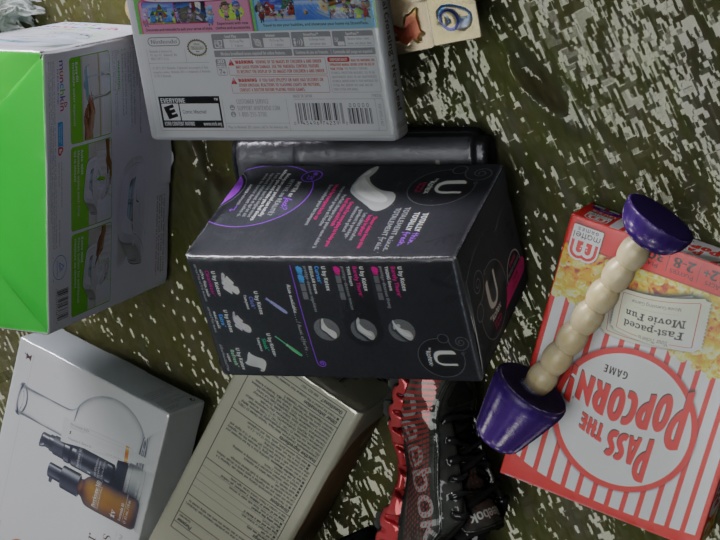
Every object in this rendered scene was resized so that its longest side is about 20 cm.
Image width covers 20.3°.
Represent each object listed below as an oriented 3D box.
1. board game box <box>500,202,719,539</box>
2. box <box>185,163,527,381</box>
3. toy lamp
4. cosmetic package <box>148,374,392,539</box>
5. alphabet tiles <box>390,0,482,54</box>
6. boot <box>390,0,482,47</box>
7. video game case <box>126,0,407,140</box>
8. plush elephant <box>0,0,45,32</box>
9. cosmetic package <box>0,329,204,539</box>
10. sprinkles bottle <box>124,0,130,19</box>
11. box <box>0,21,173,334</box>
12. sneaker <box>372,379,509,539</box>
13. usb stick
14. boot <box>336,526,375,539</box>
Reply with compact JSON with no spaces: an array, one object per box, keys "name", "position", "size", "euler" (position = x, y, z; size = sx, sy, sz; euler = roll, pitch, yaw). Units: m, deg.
[{"name":"board game box","position":[0.196,0.072,1.386],"size":[0.151,0.046,0.200],"euler":[20,110,19]},{"name":"box","position":[0.000,0.000,1.396],"size":[0.200,0.122,0.106],"euler":[1,125,24]},{"name":"toy lamp","position":[0.144,0.040,1.345],"size":[0.058,0.058,0.200],"euler":[39,112,11]},{"name":"cosmetic package","position":[-0.068,0.149,1.506],"size":[0.105,0.071,0.200],"euler":[35,114,13]},{"name":"alphabet tiles","position":[0.004,-0.227,1.360],"size":[0.200,0.006,0.167],"euler":[-10,94,12]},{"name":"boot","position":[-0.026,-0.237,1.402],"size":[0.175,0.066,0.200],"euler":[-30,90,14]},{"name":"video game case","position":[-0.071,-0.176,1.354],"size":[0.200,0.022,0.182],"euler":[2,112,29]},{"name":"plush elephant","position":[-0.358,-0.214,1.497],"size":[0.200,0.155,0.165],"euler":[27,112,16]},{"name":"cosmetic package","position":[-0.216,0.165,1.579],"size":[0.151,0.052,0.200],"euler":[25,111,27]},{"name":"sprinkles bottle","position":[-0.127,-0.265,1.403],"size":[0.068,0.068,0.200],"euler":[22,128,18]},{"name":"box","position":[-0.218,-0.073,1.460],"size":[0.097,0.176,0.200],"euler":[6,105,22]},{"name":"sneaker","position":[0.065,0.140,1.435],"size":[0.098,0.071,0.201],"euler":[21,114,42]},{"name":"usb stick","position":[0.001,-0.075,1.443],"size":[0.200,0.033,0.056],"euler":[1,104,23]},{"name":"boot","position":[-0.009,0.283,1.449],"size":[0.073,0.198,0.163],"euler":[-29,84,29]}]
